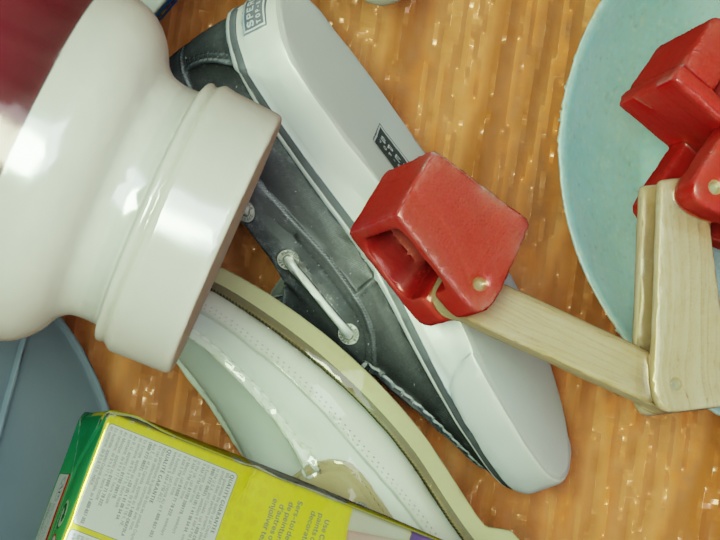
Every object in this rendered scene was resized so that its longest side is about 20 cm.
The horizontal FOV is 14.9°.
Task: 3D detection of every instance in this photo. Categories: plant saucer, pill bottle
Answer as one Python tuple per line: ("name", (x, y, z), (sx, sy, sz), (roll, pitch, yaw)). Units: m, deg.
("plant saucer", (0.165, -0.039, 0.993), (0.199, 0.039, 0.203), (1, 86, -9))
("pill bottle", (-0.130, -0.050, 0.822), (0.199, 0.113, 0.114), (25, 82, -1))

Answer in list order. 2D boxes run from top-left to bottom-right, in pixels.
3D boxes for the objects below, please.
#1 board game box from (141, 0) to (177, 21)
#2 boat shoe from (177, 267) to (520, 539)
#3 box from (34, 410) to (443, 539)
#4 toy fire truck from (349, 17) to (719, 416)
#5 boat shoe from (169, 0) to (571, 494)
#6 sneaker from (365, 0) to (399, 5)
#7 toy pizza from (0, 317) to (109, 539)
("board game box", (-0.180, -0.101, 0.903), (0.196, 0.056, 0.200), (42, 101, -3))
("boat shoe", (-0.006, 0.084, 0.939), (0.200, 0.075, 0.068), (46, 75, -4))
("box", (-0.014, 0.133, 0.878), (0.199, 0.048, 0.118), (23, 80, -14))
("toy fire truck", (0.111, -0.003, 0.919), (0.200, 0.049, 0.141), (39, 72, -11))
("boat shoe", (0.000, 0.000, 0.953), (0.068, 0.072, 0.201), (-29, 107, 23))
("sneaker", (-0.077, -0.130, 0.956), (0.199, 0.070, 0.094), (31, 99, -8))
("toy pizza", (-0.138, 0.092, 0.879), (0.032, 0.200, 0.202), (-4, 85, 29))
